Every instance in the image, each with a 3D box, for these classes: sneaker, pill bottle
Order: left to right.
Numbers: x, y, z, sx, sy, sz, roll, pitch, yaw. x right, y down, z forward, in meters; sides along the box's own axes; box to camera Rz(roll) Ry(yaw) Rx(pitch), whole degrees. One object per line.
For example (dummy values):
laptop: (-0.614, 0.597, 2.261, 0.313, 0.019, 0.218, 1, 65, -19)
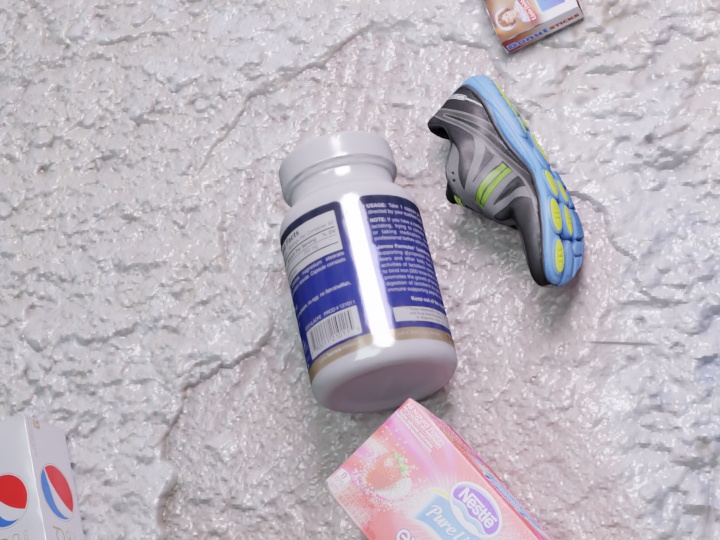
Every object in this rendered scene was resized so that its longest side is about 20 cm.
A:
pill bottle: (0.000, 0.000, 1.370, 0.115, 0.116, 0.201, -20, 65, 16)
sneaker: (0.113, -0.062, 1.375, 0.083, 0.071, 0.200, -35, 57, 14)

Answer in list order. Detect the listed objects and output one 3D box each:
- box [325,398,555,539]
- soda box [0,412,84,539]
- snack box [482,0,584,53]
box: (0.080, 0.201, 1.274, 0.095, 0.103, 0.200, -45, 60, 3)
soda box: (-0.268, 0.223, 1.436, 0.063, 0.068, 0.201, -23, 65, 15)
snack box: (0.120, -0.281, 1.467, 0.072, 0.024, 0.201, -24, 64, 13)
